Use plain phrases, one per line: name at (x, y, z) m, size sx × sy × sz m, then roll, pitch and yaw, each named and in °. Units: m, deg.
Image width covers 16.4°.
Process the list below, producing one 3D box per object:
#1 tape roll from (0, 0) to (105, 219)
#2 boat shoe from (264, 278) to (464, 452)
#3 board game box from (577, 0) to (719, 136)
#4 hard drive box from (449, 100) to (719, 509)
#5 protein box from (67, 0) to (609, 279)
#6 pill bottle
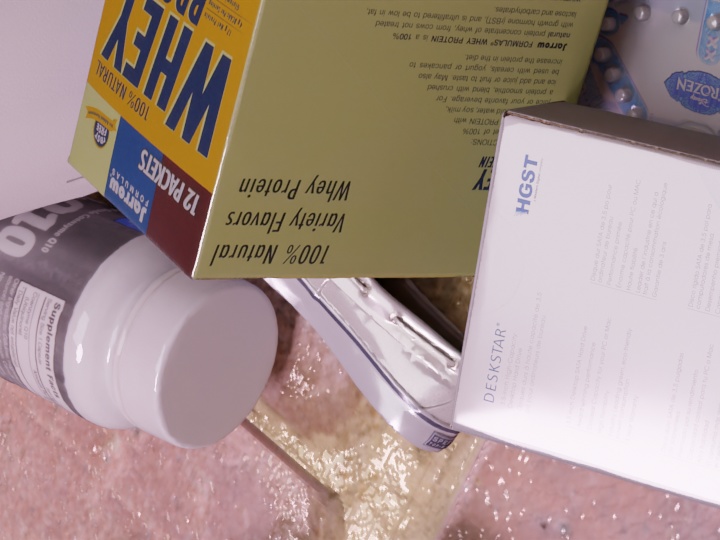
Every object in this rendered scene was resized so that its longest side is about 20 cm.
tape roll at (-0.178, -0.136, 1.327) m, size 0.203 × 0.139 × 0.203 m, roll 163°, pitch 90°, yaw -77°
boat shoe at (0.000, 0.000, 1.309) m, size 0.070 × 0.071 × 0.200 m, roll -47°, pitch 68°, yaw 20°
board game box at (0.151, -0.033, 1.208) m, size 0.200 × 0.026 × 0.200 m, roll 20°, pitch 107°, yaw 35°
hard drive box at (0.155, 0.019, 1.136) m, size 0.200 × 0.077 × 0.156 m, roll 16°, pitch 105°, yaw 24°
protein box at (-0.007, -0.114, 1.192) m, size 0.135 × 0.198 × 0.200 m, roll 40°, pitch 122°, yaw 47°
pill bottle at (-0.151, 0.020, 1.389) m, size 0.200 × 0.114 × 0.114 m, roll 22°, pitch 108°, yaw 34°
